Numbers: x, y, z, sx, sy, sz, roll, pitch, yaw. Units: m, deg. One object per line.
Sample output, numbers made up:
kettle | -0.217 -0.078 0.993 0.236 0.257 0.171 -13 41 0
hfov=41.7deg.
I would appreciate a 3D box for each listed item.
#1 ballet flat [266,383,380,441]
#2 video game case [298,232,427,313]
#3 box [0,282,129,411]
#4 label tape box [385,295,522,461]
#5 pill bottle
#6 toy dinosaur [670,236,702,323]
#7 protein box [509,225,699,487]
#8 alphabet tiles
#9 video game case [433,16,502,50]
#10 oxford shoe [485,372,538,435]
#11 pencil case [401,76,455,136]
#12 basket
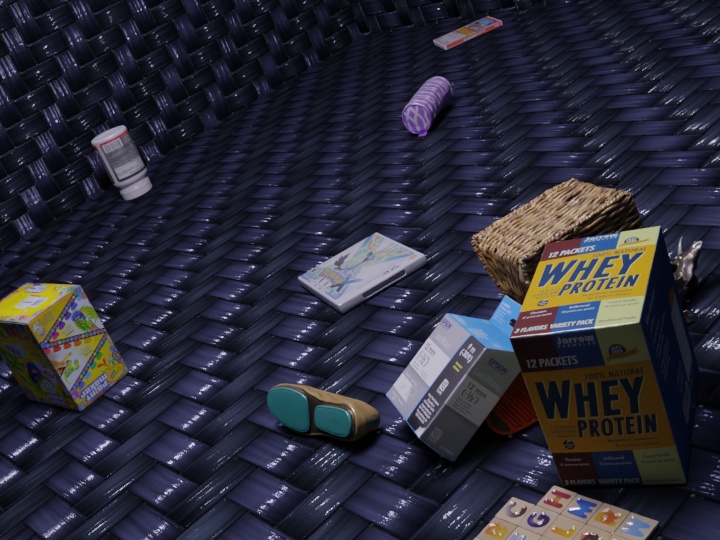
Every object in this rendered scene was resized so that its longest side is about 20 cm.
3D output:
ballet flat | -0.051 0.197 1.307 0.063 0.069 0.199 -5 10 -41
video game case | 0.000 0.000 1.709 0.182 0.022 0.200 -30 24 -16
box | -0.561 0.136 1.723 0.199 0.194 0.122 2 34 44
label tape box | 0.129 0.115 1.171 0.201 0.066 0.143 -55 20 3
pill bottle | -0.710 -0.321 2.829 0.113 0.201 0.114 -20 23 9
toy dinosaur | 0.375 0.036 1.245 0.199 0.077 0.102 -26 11 7
protein box | 0.274 0.092 1.028 0.134 0.201 0.199 -10 26 29
alphabet tiles | 0.196 0.285 0.936 0.166 0.006 0.199 -38 27 -30
video game case | 0.342 -0.760 3.024 0.199 0.018 0.143 -24 23 -1
oxford shoe | 0.223 0.134 1.186 0.200 0.071 0.073 -42 -6 -22
pencil case | 0.169 -0.412 2.355 0.083 0.086 0.200 -4 29 30
basket | 0.286 -0.021 1.334 0.199 0.143 0.149 -32 22 -13
